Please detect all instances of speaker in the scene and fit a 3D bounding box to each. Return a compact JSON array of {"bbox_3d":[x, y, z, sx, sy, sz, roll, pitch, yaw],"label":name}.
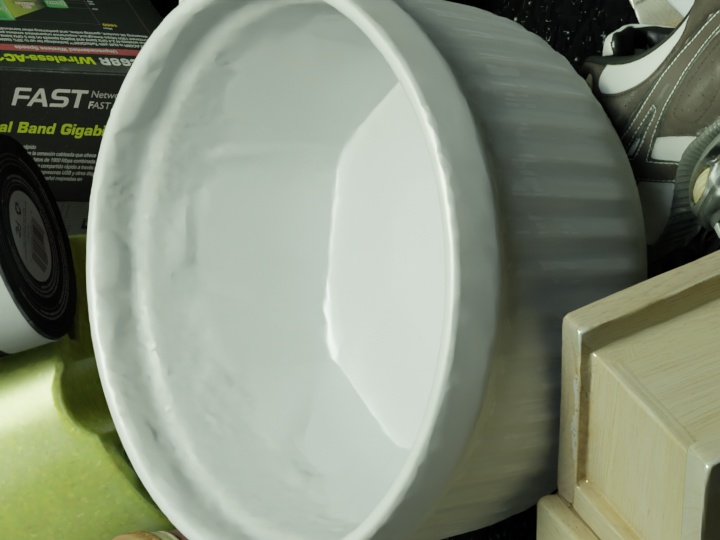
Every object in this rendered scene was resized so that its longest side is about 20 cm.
[{"bbox_3d":[-0.211,0.014,1.085,0.199,0.081,0.081,-16,67,14],"label":"speaker"}]

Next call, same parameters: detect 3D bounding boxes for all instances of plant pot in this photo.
[{"bbox_3d":[-0.156,0.080,1.172,0.184,0.200,0.201,-28,61,20],"label":"plant pot"}]

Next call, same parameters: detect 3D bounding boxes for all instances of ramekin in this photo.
[{"bbox_3d":[0.006,-0.001,0.983,0.200,0.105,0.201,4,95,51],"label":"ramekin"}]

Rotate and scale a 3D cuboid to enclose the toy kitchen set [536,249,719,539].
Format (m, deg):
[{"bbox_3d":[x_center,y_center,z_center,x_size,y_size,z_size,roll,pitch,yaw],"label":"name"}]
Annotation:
[{"bbox_3d":[0.175,0.106,0.938,0.163,0.180,0.200,48,150,41],"label":"toy kitchen set"}]

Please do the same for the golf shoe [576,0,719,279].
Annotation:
[{"bbox_3d":[0.105,-0.032,1.006,0.200,0.078,0.095,-46,58,47],"label":"golf shoe"}]

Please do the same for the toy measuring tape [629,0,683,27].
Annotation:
[{"bbox_3d":[0.073,-0.163,1.112,0.073,0.073,0.201,-31,78,32],"label":"toy measuring tape"}]

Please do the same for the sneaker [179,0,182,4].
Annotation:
[{"bbox_3d":[-0.024,-0.162,1.187,0.112,0.073,0.201,-19,75,33],"label":"sneaker"}]

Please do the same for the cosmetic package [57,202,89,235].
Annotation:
[{"bbox_3d":[-0.209,-0.053,1.220,0.113,0.199,0.081,46,128,37],"label":"cosmetic package"}]

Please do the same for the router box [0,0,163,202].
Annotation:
[{"bbox_3d":[-0.180,-0.093,1.159,0.150,0.199,0.062,53,134,46],"label":"router box"}]

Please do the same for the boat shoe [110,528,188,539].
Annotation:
[{"bbox_3d":[-0.057,0.192,1.120,0.072,0.072,0.201,12,108,52],"label":"boat shoe"}]

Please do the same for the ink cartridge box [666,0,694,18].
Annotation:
[{"bbox_3d":[0.158,-0.161,1.021,0.163,0.057,0.200,-52,55,19],"label":"ink cartridge box"}]
